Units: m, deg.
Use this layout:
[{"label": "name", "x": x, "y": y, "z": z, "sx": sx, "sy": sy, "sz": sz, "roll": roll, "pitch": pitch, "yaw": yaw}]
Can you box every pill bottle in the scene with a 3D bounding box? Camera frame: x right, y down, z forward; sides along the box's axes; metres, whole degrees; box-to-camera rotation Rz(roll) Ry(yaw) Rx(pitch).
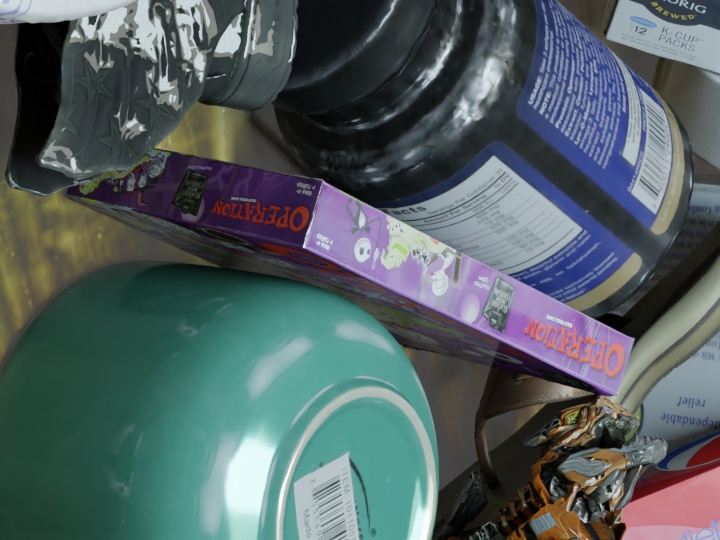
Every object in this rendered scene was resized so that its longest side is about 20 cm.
[{"label": "pill bottle", "x": 0.037, "y": -0.064, "z": 1.030, "sx": 0.200, "sy": 0.111, "sz": 0.112, "roll": 36, "pitch": 68, "yaw": -47}]

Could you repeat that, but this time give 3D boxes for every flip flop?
[{"label": "flip flop", "x": 0.090, "y": 0.038, "z": 1.105, "sx": 0.058, "sy": 0.081, "sz": 0.200, "roll": 43, "pitch": 96, "yaw": -10}]

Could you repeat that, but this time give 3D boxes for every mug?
[{"label": "mug", "x": -0.035, "y": 0.084, "z": 0.963, "sx": 0.185, "sy": 0.114, "sz": 0.153, "roll": 38, "pitch": 66, "yaw": -46}]

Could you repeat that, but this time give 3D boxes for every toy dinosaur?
[{"label": "toy dinosaur", "x": 0.068, "y": 0.153, "z": 1.032, "sx": 0.102, "sy": 0.136, "sz": 0.201, "roll": -11, "pitch": 126, "yaw": -47}]

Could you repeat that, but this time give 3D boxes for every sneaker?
[{"label": "sneaker", "x": -0.076, "y": -0.124, "z": 0.920, "sx": 0.104, "sy": 0.060, "sz": 0.201, "roll": 3, "pitch": 79, "yaw": -35}]

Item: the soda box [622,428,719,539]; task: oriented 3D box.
[{"label": "soda box", "x": 0.127, "y": 0.116, "z": 1.103, "sx": 0.199, "sy": 0.063, "sz": 0.070, "roll": -22, "pitch": 97, "yaw": 0}]

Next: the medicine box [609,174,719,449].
[{"label": "medicine box", "x": 0.183, "y": 0.057, "z": 1.232, "sx": 0.182, "sy": 0.103, "sz": 0.201, "roll": -4, "pitch": 97, "yaw": -50}]

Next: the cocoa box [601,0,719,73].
[{"label": "cocoa box", "x": 0.195, "y": -0.192, "z": 1.128, "sx": 0.131, "sy": 0.133, "sz": 0.201, "roll": 105, "pitch": 3, "yaw": -63}]

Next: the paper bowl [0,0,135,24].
[{"label": "paper bowl", "x": -0.125, "y": -0.175, "z": 0.815, "sx": 0.200, "sy": 0.104, "sz": 0.202, "roll": -3, "pitch": 94, "yaw": -45}]

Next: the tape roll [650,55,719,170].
[{"label": "tape roll", "x": 0.228, "y": -0.060, "z": 1.193, "sx": 0.202, "sy": 0.202, "sz": 0.037, "roll": -9, "pitch": 121, "yaw": -49}]

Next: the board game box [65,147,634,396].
[{"label": "board game box", "x": 0.000, "y": 0.000, "z": 0.989, "sx": 0.200, "sy": 0.120, "sz": 0.032, "roll": 26, "pitch": 76, "yaw": -48}]
